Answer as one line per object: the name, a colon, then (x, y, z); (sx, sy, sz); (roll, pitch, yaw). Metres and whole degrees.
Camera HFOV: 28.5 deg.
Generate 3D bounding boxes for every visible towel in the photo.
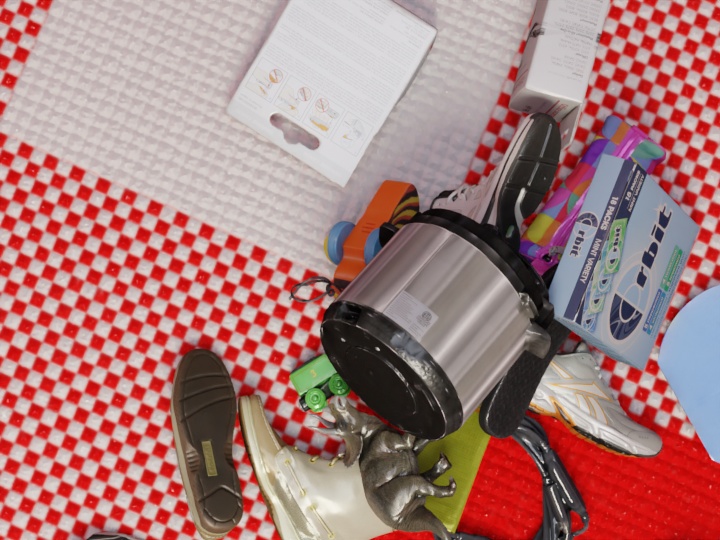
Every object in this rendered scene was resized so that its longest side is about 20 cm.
towel: (0.094, 0.165, 1.478); (0.085, 0.018, 0.202); (17, 72, 16)

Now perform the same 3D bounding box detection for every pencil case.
pencil case: (0.245, -0.070, 1.528); (0.088, 0.088, 0.201); (35, 83, 0)

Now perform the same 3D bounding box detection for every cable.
cable: (0.142, 0.236, 1.523); (0.162, 0.051, 0.201); (-32, 95, 2)

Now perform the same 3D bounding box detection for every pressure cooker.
pressure cooker: (0.082, 0.041, 1.373); (0.200, 0.178, 0.176); (-47, 112, -23)

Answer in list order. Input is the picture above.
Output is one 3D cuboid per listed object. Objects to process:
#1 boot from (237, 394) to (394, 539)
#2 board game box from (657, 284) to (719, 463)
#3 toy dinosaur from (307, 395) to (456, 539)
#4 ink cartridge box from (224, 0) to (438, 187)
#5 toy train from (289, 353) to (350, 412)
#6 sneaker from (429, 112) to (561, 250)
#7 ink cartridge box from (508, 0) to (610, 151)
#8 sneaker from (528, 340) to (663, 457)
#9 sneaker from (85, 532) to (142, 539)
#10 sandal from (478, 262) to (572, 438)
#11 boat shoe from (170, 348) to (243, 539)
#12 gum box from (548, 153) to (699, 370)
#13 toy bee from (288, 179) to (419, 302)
boot: (-0.035, 0.204, 1.505); (0.153, 0.072, 0.202); (-23, 88, -6)
board game box: (0.419, 0.115, 1.550); (0.157, 0.039, 0.202); (-30, 83, 1)
toy dinosaur: (0.039, 0.209, 1.432); (0.102, 0.077, 0.201); (-32, 72, 8)
ink cartridge box: (-0.030, -0.216, 1.552); (0.161, 0.050, 0.201); (31, 94, -1)
toy train: (0.012, 0.084, 1.531); (0.199, 0.042, 0.057); (-32, 78, -4)
sneaker: (0.128, -0.085, 1.495); (0.115, 0.075, 0.203); (34, 109, 40)
ink cartridge box: (0.212, -0.233, 1.522); (0.066, 0.116, 0.203); (16, 85, -2)
sneaker: (0.244, 0.129, 1.523); (0.198, 0.076, 0.093); (29, 81, -2)
sneaker: (-0.215, 0.338, 1.478); (0.198, 0.086, 0.081); (26, 84, 0)
sandal: (0.170, 0.075, 1.471); (0.075, 0.045, 0.202); (28, 90, -37)
boat shoe: (-0.171, 0.186, 1.499); (0.071, 0.076, 0.203); (4, 63, -21)
gum box: (0.274, -0.004, 1.476); (0.044, 0.199, 0.172); (20, 84, 35)
toy bee: (0.000, 0.000, 1.507); (0.199, 0.131, 0.110); (-34, 129, -20)
